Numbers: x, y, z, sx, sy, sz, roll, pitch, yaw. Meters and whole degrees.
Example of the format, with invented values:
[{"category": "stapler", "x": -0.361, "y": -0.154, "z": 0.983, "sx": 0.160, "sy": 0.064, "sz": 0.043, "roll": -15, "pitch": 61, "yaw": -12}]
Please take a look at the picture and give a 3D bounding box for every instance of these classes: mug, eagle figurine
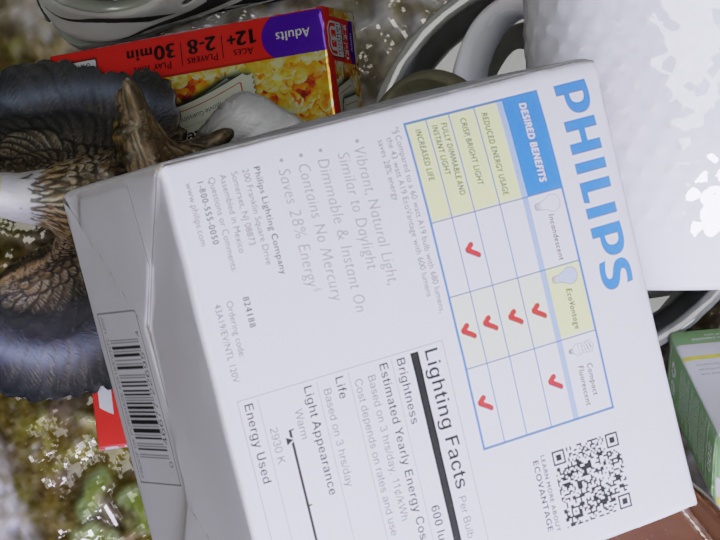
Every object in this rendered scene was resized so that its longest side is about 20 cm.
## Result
[{"category": "mug", "x": 0.128, "y": -0.081, "z": 1.039, "sx": 0.199, "sy": 0.147, "sz": 0.176, "roll": 0, "pitch": 92, "yaw": 35}, {"category": "eagle figurine", "x": -0.131, "y": -0.029, "z": 1.056, "sx": 0.151, "sy": 0.200, "sz": 0.152, "roll": 38, "pitch": 67, "yaw": -18}]

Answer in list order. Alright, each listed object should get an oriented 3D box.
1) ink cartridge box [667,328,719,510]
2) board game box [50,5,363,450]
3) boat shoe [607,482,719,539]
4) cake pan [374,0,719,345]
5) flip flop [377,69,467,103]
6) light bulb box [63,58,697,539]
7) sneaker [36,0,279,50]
[{"category": "ink cartridge box", "x": 0.231, "y": 0.088, "z": 1.020, "sx": 0.145, "sy": 0.200, "sz": 0.048, "roll": -5, "pitch": 116, "yaw": -4}, {"category": "board game box", "x": -0.067, "y": -0.019, "z": 1.112, "sx": 0.151, "sy": 0.046, "sz": 0.201, "roll": -9, "pitch": 88, "yaw": 20}, {"category": "boat shoe", "x": 0.163, "y": 0.165, "z": 1.013, "sx": 0.076, "sy": 0.072, "sz": 0.200, "roll": -38, "pitch": 84, "yaw": 1}, {"category": "cake pan", "x": 0.103, "y": -0.052, "z": 1.119, "sx": 0.199, "sy": 0.037, "sz": 0.201, "roll": 0, "pitch": 89, "yaw": 5}, {"category": "flip flop", "x": 0.000, "y": 0.000, "z": 1.034, "sx": 0.081, "sy": 0.058, "sz": 0.201, "roll": 28, "pitch": 96, "yaw": 11}, {"category": "light bulb box", "x": 0.008, "y": 0.032, "z": 0.933, "sx": 0.199, "sy": 0.125, "sz": 0.199, "roll": -16, "pitch": 95, "yaw": -25}, {"category": "sneaker", "x": -0.068, "y": -0.166, "z": 1.112, "sx": 0.199, "sy": 0.089, "sz": 0.074, "roll": -26, "pitch": 85, "yaw": 2}]
